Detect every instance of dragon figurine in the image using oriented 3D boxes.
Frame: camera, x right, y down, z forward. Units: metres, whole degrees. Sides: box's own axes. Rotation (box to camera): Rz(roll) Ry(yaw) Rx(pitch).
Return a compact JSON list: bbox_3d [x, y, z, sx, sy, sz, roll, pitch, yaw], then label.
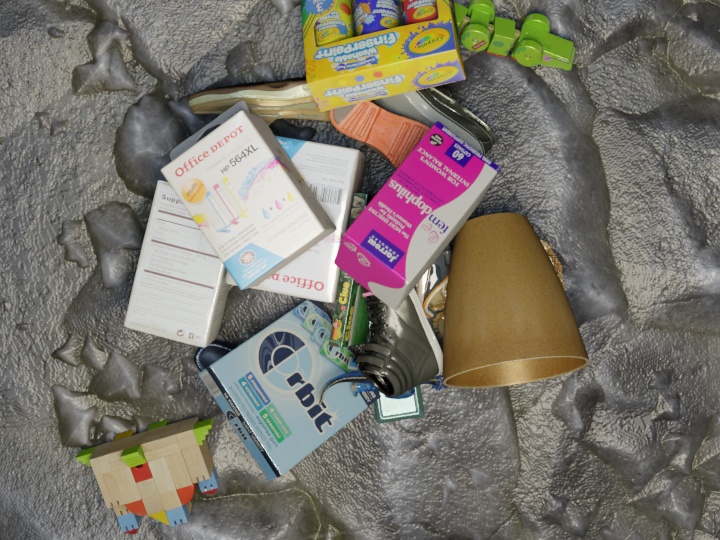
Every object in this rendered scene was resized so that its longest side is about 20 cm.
[{"bbox_3d":[0.037,0.140,1.600,0.099,0.199,0.059,-3,91,43],"label":"dragon figurine"}]

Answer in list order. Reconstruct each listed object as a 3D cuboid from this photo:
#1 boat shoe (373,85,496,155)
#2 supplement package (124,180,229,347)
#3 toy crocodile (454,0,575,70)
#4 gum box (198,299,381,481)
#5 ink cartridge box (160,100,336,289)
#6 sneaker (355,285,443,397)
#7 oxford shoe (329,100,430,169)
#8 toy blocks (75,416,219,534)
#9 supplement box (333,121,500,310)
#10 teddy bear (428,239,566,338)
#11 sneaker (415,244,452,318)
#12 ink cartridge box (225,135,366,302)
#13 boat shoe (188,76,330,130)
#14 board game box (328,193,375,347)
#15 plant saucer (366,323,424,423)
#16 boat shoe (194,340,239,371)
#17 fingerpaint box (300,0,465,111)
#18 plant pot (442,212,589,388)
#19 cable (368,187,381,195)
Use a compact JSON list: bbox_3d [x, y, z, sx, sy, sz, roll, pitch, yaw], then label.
[{"bbox_3d":[0.095,-0.219,1.640,0.200,0.071,0.064,39,61,8],"label":"boat shoe"},{"bbox_3d":[-0.233,-0.011,1.629,0.117,0.117,0.201,14,93,1],"label":"supplement package"},{"bbox_3d":[0.195,-0.315,1.631,0.199,0.062,0.068,16,58,-4],"label":"toy crocodile"},{"bbox_3d":[-0.092,0.154,1.612,0.200,0.045,0.170,-35,92,-37],"label":"gum box"},{"bbox_3d":[-0.142,-0.096,1.472,0.128,0.125,0.200,-35,89,6],"label":"ink cartridge box"},{"bbox_3d":[0.027,0.072,1.525,0.099,0.071,0.201,-37,107,-30],"label":"sneaker"},{"bbox_3d":[0.052,-0.178,1.633,0.199,0.073,0.071,34,97,0],"label":"oxford shoe"},{"bbox_3d":[-0.278,0.293,1.666,0.199,0.100,0.137,-17,104,3],"label":"toy blocks"},{"bbox_3d":[0.068,-0.067,1.477,0.101,0.103,0.200,36,70,5],"label":"supplement box"},{"bbox_3d":[0.179,0.023,1.651,0.200,0.067,0.145,-41,86,10],"label":"teddy bear"},{"bbox_3d":[0.087,-0.032,1.599,0.079,0.078,0.201,14,100,-13],"label":"sneaker"},{"bbox_3d":[-0.082,-0.069,1.605,0.146,0.146,0.201,10,93,4],"label":"ink cartridge box"},{"bbox_3d":[-0.134,-0.218,1.644,0.199,0.072,0.077,-5,104,2],"label":"boat shoe"},{"bbox_3d":[0.000,0.000,1.592,0.023,0.105,0.201,11,92,16],"label":"board game box"},{"bbox_3d":[0.041,0.111,1.676,0.069,0.019,0.201,-9,93,2],"label":"plant saucer"},{"bbox_3d":[-0.138,0.157,1.657,0.199,0.069,0.085,27,93,0],"label":"boat shoe"},{"bbox_3d":[0.026,-0.315,1.581,0.199,0.073,0.168,-11,63,11],"label":"fingerpaint box"},{"bbox_3d":[0.183,0.035,1.538,0.185,0.186,0.201,-8,76,2],"label":"plant pot"},{"bbox_3d":[0.038,-0.035,1.644,0.097,0.050,0.201,19,83,0],"label":"cable"}]
